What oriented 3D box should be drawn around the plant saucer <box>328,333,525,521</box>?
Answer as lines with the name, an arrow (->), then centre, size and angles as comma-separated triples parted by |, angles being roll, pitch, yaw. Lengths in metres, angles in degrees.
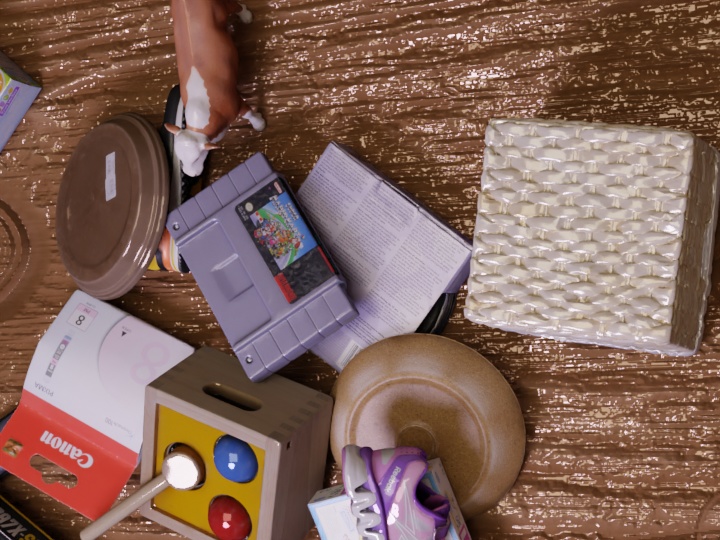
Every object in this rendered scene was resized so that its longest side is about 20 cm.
plant saucer -> 0.058, 0.161, 1.319 | 0.199, 0.035, 0.201 | 4, 106, 15

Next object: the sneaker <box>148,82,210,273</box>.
sneaker -> -0.213, -0.099, 1.444 | 0.090, 0.070, 0.201 | 3, 92, 18

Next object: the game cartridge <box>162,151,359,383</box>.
game cartridge -> -0.099, -0.007, 1.350 | 0.129, 0.038, 0.200 | -36, 68, 10

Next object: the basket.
basket -> 0.212, -0.030, 1.231 | 0.199, 0.161, 0.199 | 7, 90, 20

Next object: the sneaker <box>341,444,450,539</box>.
sneaker -> 0.045, 0.246, 1.255 | 0.088, 0.081, 0.201 | -14, 105, 0

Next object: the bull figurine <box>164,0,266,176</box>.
bull figurine -> -0.151, -0.195, 1.395 | 0.065, 0.121, 0.201 | -4, 87, 22

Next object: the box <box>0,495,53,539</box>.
box -> -0.405, 0.339, 1.504 | 0.200, 0.049, 0.160 | 34, 114, 19

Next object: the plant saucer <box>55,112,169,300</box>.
plant saucer -> -0.267, -0.070, 1.441 | 0.200, 0.029, 0.201 | -13, 72, 47

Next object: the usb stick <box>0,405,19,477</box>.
usb stick -> -0.363, 0.171, 1.516 | 0.200, 0.033, 0.056 | -35, 76, 16

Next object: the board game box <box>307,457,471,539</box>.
board game box -> 0.048, 0.293, 1.322 | 0.134, 0.034, 0.201 | -18, 99, 20

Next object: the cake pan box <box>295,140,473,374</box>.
cake pan box -> 0.000, 0.000, 1.370 | 0.200, 0.052, 0.185 | 37, 104, 18

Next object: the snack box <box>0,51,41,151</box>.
snack box -> -0.486, -0.202, 1.556 | 0.200, 0.068, 0.169 | 39, 101, 16

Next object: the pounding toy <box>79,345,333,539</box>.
pounding toy -> -0.155, 0.197, 1.354 | 0.199, 0.142, 0.185 | 20, 119, 23

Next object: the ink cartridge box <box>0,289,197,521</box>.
ink cartridge box -> -0.284, 0.138, 1.436 | 0.162, 0.057, 0.200 | 25, 66, 20
